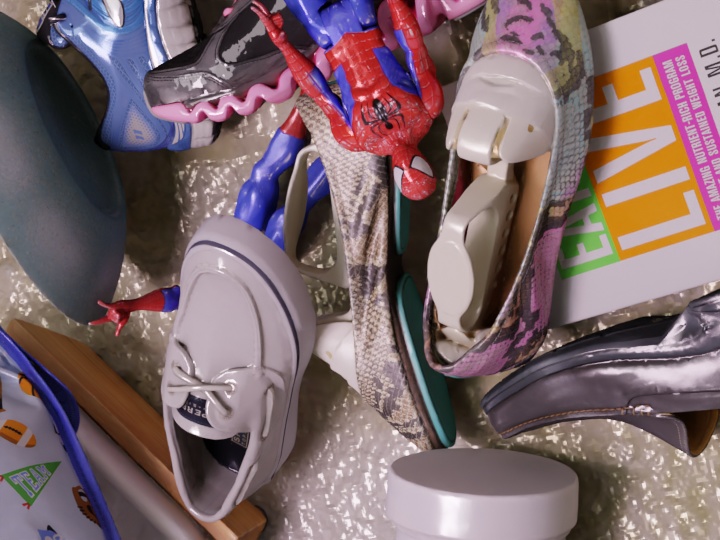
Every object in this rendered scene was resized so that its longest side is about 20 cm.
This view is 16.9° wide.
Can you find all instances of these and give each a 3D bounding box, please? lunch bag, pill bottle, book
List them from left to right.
[{"bbox_3d":[-0.224,0.138,1.311,0.170,0.124,0.200,-54,51,33],"label":"lunch bag"},{"bbox_3d":[0.056,0.195,1.208,0.116,0.116,0.200,11,105,37],"label":"pill bottle"},{"bbox_3d":[0.145,-0.057,1.147,0.200,0.048,0.134,-19,90,38],"label":"book"}]

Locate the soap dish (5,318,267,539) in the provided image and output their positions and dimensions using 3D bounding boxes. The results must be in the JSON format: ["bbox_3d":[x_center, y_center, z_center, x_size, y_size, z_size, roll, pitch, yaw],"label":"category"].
[{"bbox_3d":[-0.154,0.145,1.390,0.200,0.081,0.157,41,120,27],"label":"soap dish"}]

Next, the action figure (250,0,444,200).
[{"bbox_3d":[-0.012,-0.125,1.152,0.065,0.052,0.200,-26,91,8],"label":"action figure"}]

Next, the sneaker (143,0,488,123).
[{"bbox_3d":[-0.027,-0.142,1.207,0.200,0.079,0.095,-24,101,12],"label":"sneaker"}]

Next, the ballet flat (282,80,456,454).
[{"bbox_3d":[0.000,0.000,1.242,0.075,0.068,0.200,-7,100,11],"label":"ballet flat"}]

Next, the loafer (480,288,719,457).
[{"bbox_3d":[0.143,0.056,1.147,0.200,0.073,0.072,-22,88,40],"label":"loafer"}]

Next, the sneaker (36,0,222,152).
[{"bbox_3d":[-0.137,-0.157,1.302,0.089,0.079,0.200,-13,95,2],"label":"sneaker"}]

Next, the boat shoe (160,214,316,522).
[{"bbox_3d":[-0.071,0.056,1.241,0.072,0.066,0.200,26,144,13],"label":"boat shoe"}]

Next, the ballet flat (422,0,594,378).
[{"bbox_3d":[0.064,-0.039,1.137,0.069,0.071,0.200,20,113,30],"label":"ballet flat"}]

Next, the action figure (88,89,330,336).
[{"bbox_3d":[-0.071,-0.013,1.292,0.065,0.099,0.200,39,121,29],"label":"action figure"}]

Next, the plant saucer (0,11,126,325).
[{"bbox_3d":[-0.171,-0.069,1.316,0.039,0.201,0.201,-25,80,9],"label":"plant saucer"}]
